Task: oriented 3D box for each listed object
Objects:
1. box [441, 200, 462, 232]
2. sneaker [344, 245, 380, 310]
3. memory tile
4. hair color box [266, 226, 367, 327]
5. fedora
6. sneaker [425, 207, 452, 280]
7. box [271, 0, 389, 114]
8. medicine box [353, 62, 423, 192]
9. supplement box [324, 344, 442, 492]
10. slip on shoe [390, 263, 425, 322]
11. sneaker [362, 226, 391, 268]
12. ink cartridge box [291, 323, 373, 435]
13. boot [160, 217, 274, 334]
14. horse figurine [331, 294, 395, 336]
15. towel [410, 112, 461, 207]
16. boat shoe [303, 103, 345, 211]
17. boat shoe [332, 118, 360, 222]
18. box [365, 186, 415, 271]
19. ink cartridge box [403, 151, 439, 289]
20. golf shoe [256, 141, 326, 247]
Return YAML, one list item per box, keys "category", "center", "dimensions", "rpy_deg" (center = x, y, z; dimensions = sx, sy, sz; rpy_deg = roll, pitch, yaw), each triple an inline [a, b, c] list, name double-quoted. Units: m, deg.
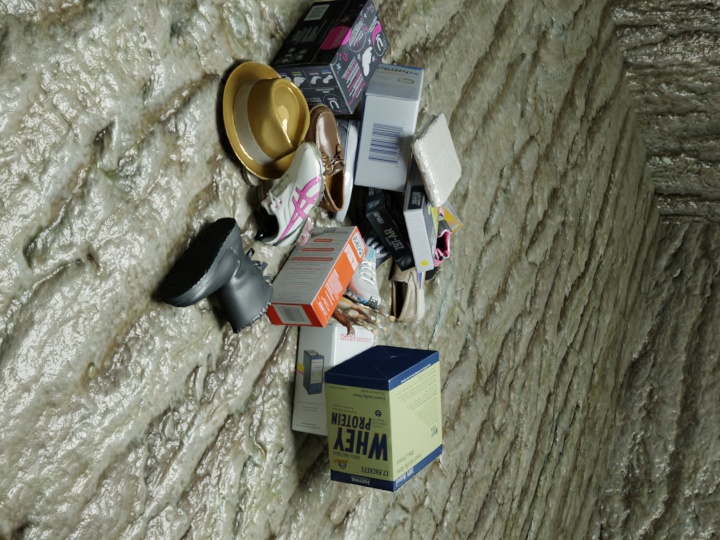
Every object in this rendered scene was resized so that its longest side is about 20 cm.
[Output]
- category: "box"
  center: [0.160, -0.162, 2.023]
  dimensions: [0.200, 0.041, 0.119]
  rpy_deg: [32, 27, -53]
- category: "sneaker"
  center: [0.000, 0.000, 1.673]
  dimensions: [0.075, 0.200, 0.087]
  rpy_deg: [31, 102, -29]
- category: "memory tile"
  center: [-0.135, -0.161, 1.615]
  dimensions: [0.200, 0.017, 0.154]
  rpy_deg: [57, 44, -41]
- category: "hair color box"
  center: [-0.080, 0.009, 1.616]
  dimensions: [0.200, 0.110, 0.064]
  rpy_deg: [-62, 139, -37]
- category: "fedora"
  center: [-0.142, -0.255, 1.515]
  dimensions: [0.200, 0.081, 0.202]
  rpy_deg: [11, 76, -51]
- category: "sneaker"
  center: [0.158, -0.041, 1.973]
  dimensions: [0.079, 0.096, 0.201]
  rpy_deg: [-18, 139, -22]
- category: "box"
  center: [-0.052, -0.385, 1.640]
  dimensions: [0.201, 0.131, 0.115]
  rpy_deg: [-64, 144, -35]
- category: "medicine box"
  center: [0.056, -0.278, 1.740]
  dimensions: [0.200, 0.102, 0.183]
  rpy_deg: [-79, 177, -60]
- category: "supplement box"
  center: [0.045, 0.259, 1.636]
  dimensions: [0.200, 0.134, 0.201]
  rpy_deg: [-20, 109, -57]
- category: "slip on shoe"
  center: [0.096, 0.012, 1.954]
  dimensions: [0.060, 0.076, 0.201]
  rpy_deg: [-5, 97, -37]
- category: "sneaker"
  center: [0.023, -0.035, 1.852]
  dimensions: [0.088, 0.074, 0.200]
  rpy_deg: [-52, 170, 16]
- category: "ink cartridge box"
  center: [-0.048, 0.201, 1.692]
  dimensions: [0.145, 0.087, 0.201]
  rpy_deg: [12, 82, -59]
- category: "boot"
  center: [-0.218, 0.032, 1.431]
  dimensions: [0.199, 0.073, 0.163]
  rpy_deg: [-60, 141, -40]
- category: "horse figurine"
  center: [-0.016, 0.076, 1.648]
  dimensions: [0.050, 0.132, 0.200]
  rpy_deg: [-67, 167, 7]
- category: "towel"
  center: [0.142, -0.211, 1.709]
  dimensions: [0.133, 0.034, 0.200]
  rpy_deg: [69, 25, -17]
- category: "boat shoe"
  center: [-0.055, -0.197, 1.616]
  dimensions: [0.072, 0.067, 0.201]
  rpy_deg: [-26, 129, -32]
- category: "boat shoe"
  center: [-0.045, -0.189, 1.714]
  dimensions: [0.072, 0.067, 0.201]
  rpy_deg: [-84, -178, -61]
- category: "box"
  center: [0.068, -0.121, 1.836]
  dimensions: [0.160, 0.043, 0.201]
  rpy_deg: [55, 23, -34]
- category: "ink cartridge box"
  center: [0.126, -0.102, 1.758]
  dimensions: [0.198, 0.047, 0.201]
  rpy_deg: [-80, 160, -46]
- category: "golf shoe"
  center: [-0.116, -0.122, 1.522]
  dimensions: [0.092, 0.073, 0.201]
  rpy_deg: [-5, 127, -32]
